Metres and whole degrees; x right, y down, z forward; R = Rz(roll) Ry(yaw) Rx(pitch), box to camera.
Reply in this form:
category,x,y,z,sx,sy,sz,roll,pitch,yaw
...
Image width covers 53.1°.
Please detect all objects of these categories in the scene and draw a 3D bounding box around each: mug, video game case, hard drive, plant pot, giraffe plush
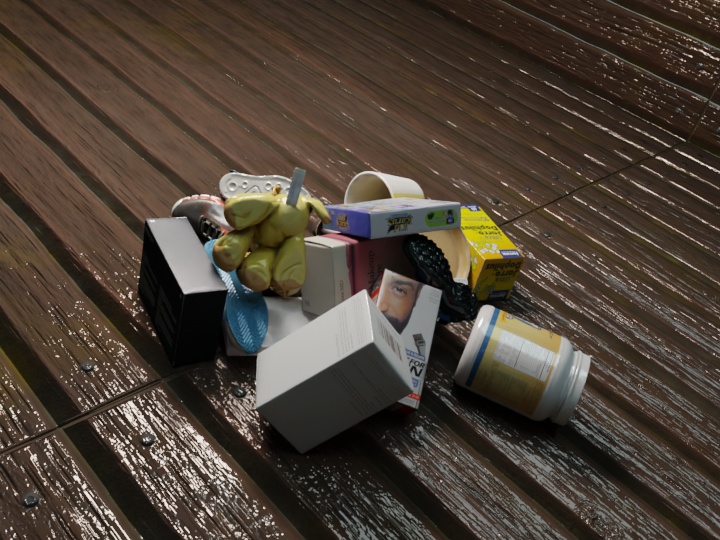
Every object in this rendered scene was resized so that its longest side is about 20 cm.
category,x,y,z,sx,sy,sz,roll,pitch,yaw
mug,0.069,-0.121,1.570,0.147,0.192,0.151,-12,-1,42
video game case,0.050,-0.094,1.263,0.177,0.047,0.199,-7,11,-25
hard drive,-0.139,0.094,1.238,0.194,0.027,0.133,2,36,-20
plant pot,0.122,-0.026,1.429,0.194,0.027,0.206,2,79,-12
giraffe plush,-0.151,-0.076,1.187,0.171,0.203,0.162,33,-1,-17

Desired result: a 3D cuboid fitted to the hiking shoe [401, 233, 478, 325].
category,x,y,z,sx,sy,sz,roll,pitch,yaw
hiking shoe,0.122,0.026,1.245,0.201,0.085,0.075,50,37,-23

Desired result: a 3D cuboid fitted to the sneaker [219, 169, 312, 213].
category,x,y,z,sx,sy,sz,roll,pitch,yaw
sneaker,-0.189,-0.145,1.468,0.194,0.083,0.146,13,-4,-2

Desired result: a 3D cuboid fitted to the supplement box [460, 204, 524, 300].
category,x,y,z,sx,sy,sz,roll,pitch,yaw
supplement box,0.237,-0.041,1.521,0.106,0.112,0.201,-4,39,-27

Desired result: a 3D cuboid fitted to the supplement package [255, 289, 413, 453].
category,x,y,z,sx,sy,sz,roll,pitch,yaw
supplement package,-0.040,0.146,1.030,0.118,0.197,0.119,51,16,-32

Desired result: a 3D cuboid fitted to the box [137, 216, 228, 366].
category,x,y,z,sx,sy,sz,roll,pitch,yaw
box,-0.291,0.029,1.160,0.077,0.144,0.201,-8,41,-31

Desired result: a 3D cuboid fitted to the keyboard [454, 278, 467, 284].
category,x,y,z,sx,sy,sz,roll,pitch,yaw
keyboard,0.116,0.044,1.391,0.194,0.011,0.058,0,69,-11

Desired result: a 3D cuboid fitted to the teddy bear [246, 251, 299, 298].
category,x,y,z,sx,sy,sz,roll,pitch,yaw
teddy bear,-0.183,-0.007,1.301,0.196,0.068,0.145,20,32,22

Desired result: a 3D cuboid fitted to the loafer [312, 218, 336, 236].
category,x,y,z,sx,sy,sz,roll,pitch,yaw
loafer,-0.005,-0.062,1.460,0.195,0.075,0.071,18,7,2

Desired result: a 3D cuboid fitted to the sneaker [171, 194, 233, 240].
category,x,y,z,sx,sy,sz,roll,pitch,yaw
sneaker,-0.273,-0.085,1.396,0.194,0.078,0.083,12,40,-7

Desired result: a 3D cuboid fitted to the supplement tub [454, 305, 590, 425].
category,x,y,z,sx,sy,sz,roll,pitch,yaw
supplement tub,0.270,0.161,1.213,0.196,0.147,0.145,23,34,10

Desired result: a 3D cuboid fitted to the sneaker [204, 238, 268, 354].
category,x,y,z,sx,sy,sz,roll,pitch,yaw
sneaker,-0.210,0.051,1.182,0.075,0.081,0.203,-8,60,-34

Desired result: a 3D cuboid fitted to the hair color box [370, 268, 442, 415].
category,x,y,z,sx,sy,sz,roll,pitch,yaw
hair color box,0.056,0.115,1.160,0.108,0.064,0.205,19,65,-11

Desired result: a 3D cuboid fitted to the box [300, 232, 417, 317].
category,x,y,z,sx,sy,sz,roll,pitch,yaw
box,0.000,0.000,1.265,0.196,0.132,0.108,-12,15,-37
